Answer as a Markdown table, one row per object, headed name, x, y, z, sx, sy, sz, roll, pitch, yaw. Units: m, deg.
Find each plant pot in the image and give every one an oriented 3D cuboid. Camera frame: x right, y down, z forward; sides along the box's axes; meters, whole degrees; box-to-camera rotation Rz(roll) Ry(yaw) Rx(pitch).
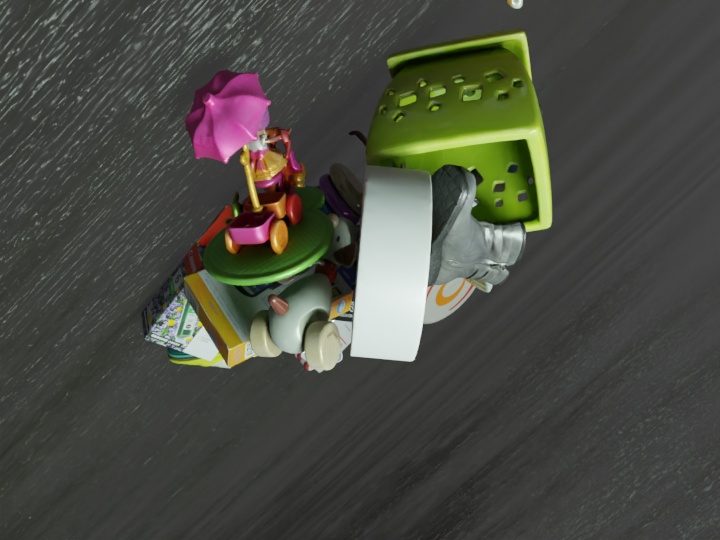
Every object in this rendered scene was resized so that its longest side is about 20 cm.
| name | x | y | z | sx | sy | sz | roll | pitch | yaw |
| --- | --- | --- | --- | --- | --- | --- | --- | --- | --- |
| plant pot | 0.127 | -0.167 | 0.794 | 0.195 | 0.186 | 0.200 | -4 | 151 | 18 |

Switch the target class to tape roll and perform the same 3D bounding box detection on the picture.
| name | x | y | z | sx | sy | sz | roll | pitch | yaw |
| --- | --- | --- | --- | --- | --- | --- | --- | --- | --- |
| tape roll | 0.030 | -0.007 | 0.697 | 0.069 | 0.207 | 0.204 | 4 | 148 | -1 |

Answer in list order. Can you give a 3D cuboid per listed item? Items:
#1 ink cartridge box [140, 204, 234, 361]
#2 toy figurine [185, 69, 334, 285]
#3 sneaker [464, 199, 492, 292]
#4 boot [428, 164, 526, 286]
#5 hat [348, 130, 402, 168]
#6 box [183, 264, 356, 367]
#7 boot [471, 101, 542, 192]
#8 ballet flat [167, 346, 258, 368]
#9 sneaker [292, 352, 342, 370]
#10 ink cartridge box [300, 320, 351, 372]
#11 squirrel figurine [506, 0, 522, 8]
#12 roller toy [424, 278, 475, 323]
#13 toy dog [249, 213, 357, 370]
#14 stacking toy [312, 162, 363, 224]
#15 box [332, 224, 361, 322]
| name | x | y | z | sx | sy | sz | roll | pitch | yaw |
| --- | --- | --- | --- | --- | --- | --- | --- | --- | --- |
| ink cartridge box | -0.188 | 0.022 | 0.851 | 0.108 | 0.051 | 0.200 | 27 | 113 | -40 |
| toy figurine | -0.108 | -0.119 | 0.680 | 0.202 | 0.146 | 0.188 | -66 | 151 | -52 |
| sneaker | 0.191 | -0.044 | 1.033 | 0.088 | 0.075 | 0.201 | -51 | 145 | -16 |
| boot | 0.137 | -0.051 | 0.760 | 0.128 | 0.071 | 0.201 | -3 | 150 | -11 |
| hat | 0.052 | -0.150 | 0.988 | 0.165 | 0.178 | 0.199 | -41 | -170 | -22 |
| box | -0.102 | 0.025 | 0.796 | 0.197 | 0.119 | 0.042 | -21 | 146 | -31 |
| boot | 0.232 | -0.176 | 0.952 | 0.199 | 0.096 | 0.076 | -41 | 148 | -25 |
| ballet flat | -0.185 | 0.107 | 0.955 | 0.196 | 0.067 | 0.068 | -22 | 126 | 5 |
| sneaker | -0.043 | 0.087 | 1.132 | 0.200 | 0.113 | 0.071 | -43 | 156 | 8 |
| ink cartridge box | -0.029 | 0.057 | 1.037 | 0.200 | 0.067 | 0.116 | -45 | 155 | -7 |
| squirrel figurine | 0.198 | -0.375 | 0.676 | 0.197 | 0.143 | 0.188 | -18 | 155 | -34 |
| roller toy | 0.120 | -0.011 | 1.168 | 0.181 | 0.140 | 0.202 | 15 | 114 | -52 |
| toy dog | -0.061 | 0.008 | 0.703 | 0.128 | 0.203 | 0.097 | -11 | 138 | 8 |
| stacking toy | -0.079 | -0.056 | 0.899 | 0.199 | 0.086 | 0.085 | -38 | 156 | 13 |
| box | 0.000 | 0.000 | 0.905 | 0.158 | 0.196 | 0.051 | -53 | 132 | -39 |
